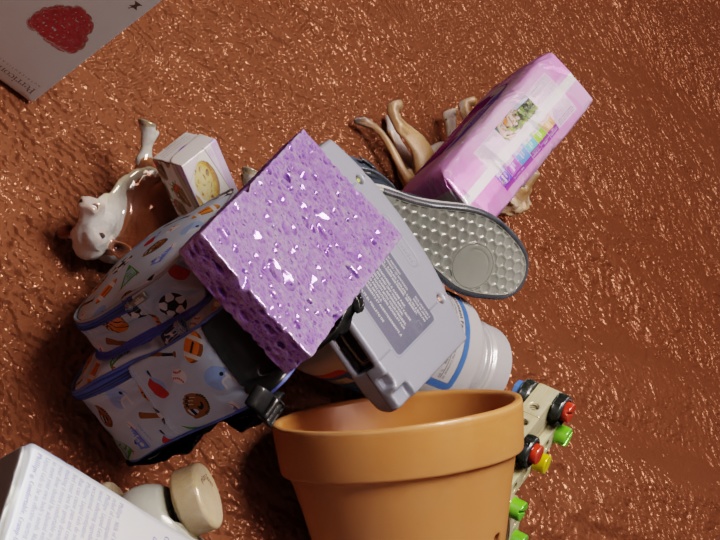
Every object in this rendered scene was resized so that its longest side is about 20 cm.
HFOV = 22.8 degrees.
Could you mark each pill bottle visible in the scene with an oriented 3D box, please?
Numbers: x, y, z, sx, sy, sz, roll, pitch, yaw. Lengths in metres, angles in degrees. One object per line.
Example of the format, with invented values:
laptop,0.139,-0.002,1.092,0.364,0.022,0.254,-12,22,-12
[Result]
pill bottle,0.035,0.060,1.538,0.200,0.112,0.113,24,49,-40

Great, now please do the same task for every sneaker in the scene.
sneaker,0.041,-0.040,1.569,0.202,0.146,0.077,22,93,-22

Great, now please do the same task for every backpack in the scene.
backpack,-0.122,0.048,1.296,0.154,0.190,0.200,49,32,-5

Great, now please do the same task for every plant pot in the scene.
plant pot,0.036,0.177,1.405,0.200,0.199,0.141,-9,94,-52

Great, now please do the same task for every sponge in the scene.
sponge,-0.045,-0.018,1.252,0.112,0.030,0.200,48,32,-6

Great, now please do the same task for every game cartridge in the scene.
game cartridge,0.000,0.000,1.416,0.200,0.041,0.133,56,42,-5

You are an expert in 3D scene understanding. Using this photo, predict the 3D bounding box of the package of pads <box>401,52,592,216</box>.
package of pads,0.118,-0.105,1.663,0.076,0.120,0.200,46,58,-9

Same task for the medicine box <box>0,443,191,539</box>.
medicine box,-0.191,0.222,1.100,0.200,0.182,0.103,37,43,-29

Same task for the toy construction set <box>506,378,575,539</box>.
toy construction set,0.133,0.172,1.576,0.092,0.132,0.200,13,40,11

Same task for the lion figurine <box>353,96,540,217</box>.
lion figurine,0.084,-0.105,1.756,0.199,0.072,0.123,-9,81,-37

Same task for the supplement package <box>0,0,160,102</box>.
supplement package,-0.225,-0.245,1.359,0.121,0.200,0.120,36,42,-29

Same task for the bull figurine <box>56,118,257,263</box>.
bull figurine,-0.149,-0.043,1.413,0.200,0.065,0.122,28,81,-46

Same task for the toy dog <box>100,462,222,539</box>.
toy dog,-0.129,0.228,1.235,0.200,0.132,0.096,52,14,4

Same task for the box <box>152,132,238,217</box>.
box,-0.102,-0.014,1.393,0.041,0.039,0.201,-40,126,-29
